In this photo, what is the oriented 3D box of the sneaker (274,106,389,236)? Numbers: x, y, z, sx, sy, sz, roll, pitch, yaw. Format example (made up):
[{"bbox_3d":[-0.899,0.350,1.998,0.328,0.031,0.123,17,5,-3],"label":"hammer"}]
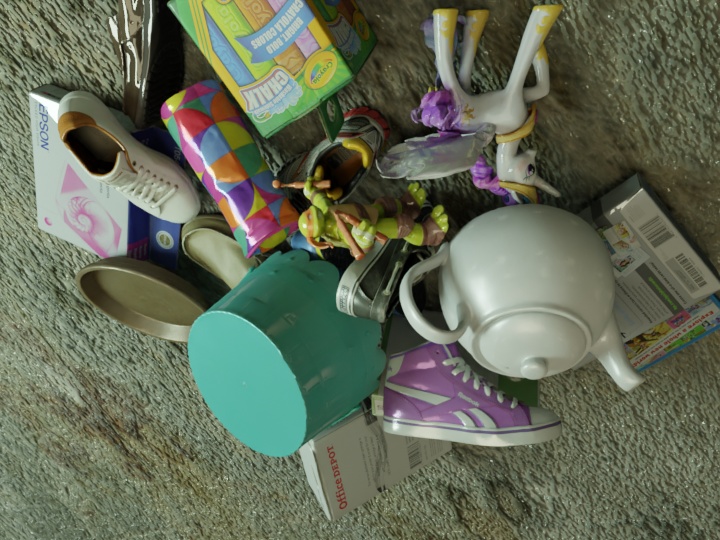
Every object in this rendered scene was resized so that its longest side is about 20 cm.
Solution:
[{"bbox_3d":[-0.051,-0.103,0.797,0.077,0.083,0.200,38,124,-14],"label":"sneaker"}]

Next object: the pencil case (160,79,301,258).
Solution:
[{"bbox_3d":[-0.143,-0.115,0.774,0.088,0.088,0.202,-33,85,30],"label":"pencil case"}]

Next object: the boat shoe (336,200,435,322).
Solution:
[{"bbox_3d":[0.047,-0.011,0.759,0.062,0.201,0.072,17,133,21],"label":"boat shoe"}]

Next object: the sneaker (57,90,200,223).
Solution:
[{"bbox_3d":[-0.262,-0.106,0.785,0.072,0.085,0.200,-37,129,14],"label":"sneaker"}]

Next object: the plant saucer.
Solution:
[{"bbox_3d":[-0.286,0.041,0.940,0.195,0.030,0.201,12,149,7],"label":"plant saucer"}]

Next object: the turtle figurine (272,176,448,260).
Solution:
[{"bbox_3d":[0.005,-0.045,0.686,0.158,0.200,0.066,-5,113,-26],"label":"turtle figurine"}]

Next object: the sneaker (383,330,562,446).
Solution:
[{"bbox_3d":[0.121,0.127,0.757,0.195,0.073,0.117,3,87,11],"label":"sneaker"}]

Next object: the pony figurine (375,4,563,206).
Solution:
[{"bbox_3d":[0.110,-0.155,0.699,0.188,0.167,0.205,0,108,5],"label":"pony figurine"}]

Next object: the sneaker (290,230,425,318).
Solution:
[{"bbox_3d":[0.000,0.000,0.857,0.198,0.067,0.078,32,157,-34],"label":"sneaker"}]

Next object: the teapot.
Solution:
[{"bbox_3d":[0.166,0.041,0.705,0.196,0.148,0.198,-14,135,24],"label":"teapot"}]

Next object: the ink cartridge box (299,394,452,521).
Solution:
[{"bbox_3d":[0.015,0.212,0.920,0.197,0.083,0.148,-24,124,-21],"label":"ink cartridge box"}]

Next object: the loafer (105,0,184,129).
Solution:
[{"bbox_3d":[-0.237,-0.256,0.759,0.070,0.073,0.203,23,121,11],"label":"loafer"}]

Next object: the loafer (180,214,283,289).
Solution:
[{"bbox_3d":[-0.146,-0.003,0.894,0.197,0.068,0.077,27,125,-4],"label":"loafer"}]

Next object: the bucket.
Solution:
[{"bbox_3d":[-0.087,0.096,0.781,0.204,0.134,0.211,19,125,30],"label":"bucket"}]

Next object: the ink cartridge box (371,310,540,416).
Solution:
[{"bbox_3d":[0.120,0.118,0.858,0.195,0.147,0.049,5,135,10],"label":"ink cartridge box"}]

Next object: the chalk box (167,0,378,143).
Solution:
[{"bbox_3d":[-0.067,-0.228,0.695,0.122,0.126,0.201,-26,115,27],"label":"chalk box"}]

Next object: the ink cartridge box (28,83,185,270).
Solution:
[{"bbox_3d":[-0.320,-0.106,0.872,0.196,0.043,0.199,22,125,10],"label":"ink cartridge box"}]

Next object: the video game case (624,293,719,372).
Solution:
[{"bbox_3d":[0.324,0.027,0.829,0.200,0.018,0.143,43,122,-14],"label":"video game case"}]

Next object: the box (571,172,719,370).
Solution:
[{"bbox_3d":[0.278,0.010,0.793,0.156,0.041,0.199,43,121,-14],"label":"box"}]
